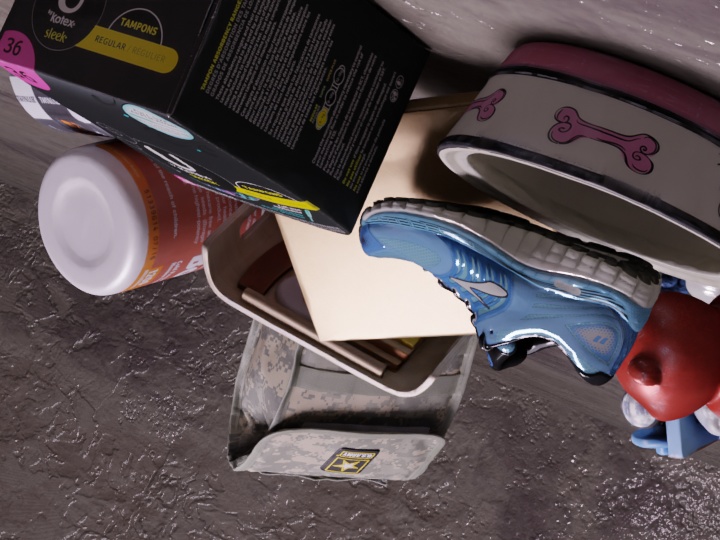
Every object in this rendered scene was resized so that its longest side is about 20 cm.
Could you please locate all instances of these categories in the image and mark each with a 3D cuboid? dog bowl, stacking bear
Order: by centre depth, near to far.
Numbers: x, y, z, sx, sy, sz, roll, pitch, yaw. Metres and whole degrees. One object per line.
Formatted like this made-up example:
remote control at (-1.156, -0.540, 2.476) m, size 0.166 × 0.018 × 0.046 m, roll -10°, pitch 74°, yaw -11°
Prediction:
dog bowl at (0.148, -0.060, 1.107) m, size 0.199 × 0.074 × 0.200 m, roll 23°, pitch 175°, yaw 2°
stacking bear at (0.255, 0.056, 1.245) m, size 0.199 × 0.114 × 0.122 m, roll 3°, pitch -139°, yaw -13°

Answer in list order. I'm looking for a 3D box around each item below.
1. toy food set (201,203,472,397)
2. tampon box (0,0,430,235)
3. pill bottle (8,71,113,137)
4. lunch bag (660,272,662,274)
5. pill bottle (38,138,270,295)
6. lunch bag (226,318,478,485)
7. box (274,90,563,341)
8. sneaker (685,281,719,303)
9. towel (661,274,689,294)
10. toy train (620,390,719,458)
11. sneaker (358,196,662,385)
toy food set at (0.000, 0.000, 1.462) m, size 0.199 × 0.061 × 0.144 m, roll 28°, pitch -140°, yaw 12°
tampon box at (-0.085, -0.126, 1.169) m, size 0.149 × 0.127 × 0.200 m, roll 19°, pitch 173°, yaw 36°
pill bottle at (-0.184, -0.151, 1.455) m, size 0.106 × 0.107 × 0.200 m, roll 26°, pitch 174°, yaw -25°
lunch bag at (0.123, -0.021, 1.349) m, size 0.170 × 0.122 × 0.200 m, roll 23°, pitch 180°, yaw 12°
pill bottle at (-0.139, -0.054, 1.513) m, size 0.112 × 0.113 × 0.200 m, roll 19°, pitch -156°, yaw 37°
lunch bag at (-0.008, 0.087, 1.586) m, size 0.163 × 0.201 × 0.118 m, roll 5°, pitch -156°, yaw -24°
box at (0.037, -0.031, 1.263) m, size 0.199 × 0.021 × 0.164 m, roll -4°, pitch 118°, yaw 30°
sneaker at (0.314, 0.061, 1.514) m, size 0.200 × 0.085 × 0.073 m, roll 29°, pitch 174°, yaw -33°
towel at (0.200, 0.001, 1.600) m, size 0.111 × 0.049 × 0.200 m, roll 23°, pitch 174°, yaw -2°
toy train at (0.266, 0.075, 1.383) m, size 0.114 × 0.087 × 0.200 m, roll -1°, pitch -170°, yaw 40°
sneaker at (0.076, 0.012, 1.170) m, size 0.199 × 0.090 × 0.078 m, roll 21°, pitch -171°, yaw 34°
